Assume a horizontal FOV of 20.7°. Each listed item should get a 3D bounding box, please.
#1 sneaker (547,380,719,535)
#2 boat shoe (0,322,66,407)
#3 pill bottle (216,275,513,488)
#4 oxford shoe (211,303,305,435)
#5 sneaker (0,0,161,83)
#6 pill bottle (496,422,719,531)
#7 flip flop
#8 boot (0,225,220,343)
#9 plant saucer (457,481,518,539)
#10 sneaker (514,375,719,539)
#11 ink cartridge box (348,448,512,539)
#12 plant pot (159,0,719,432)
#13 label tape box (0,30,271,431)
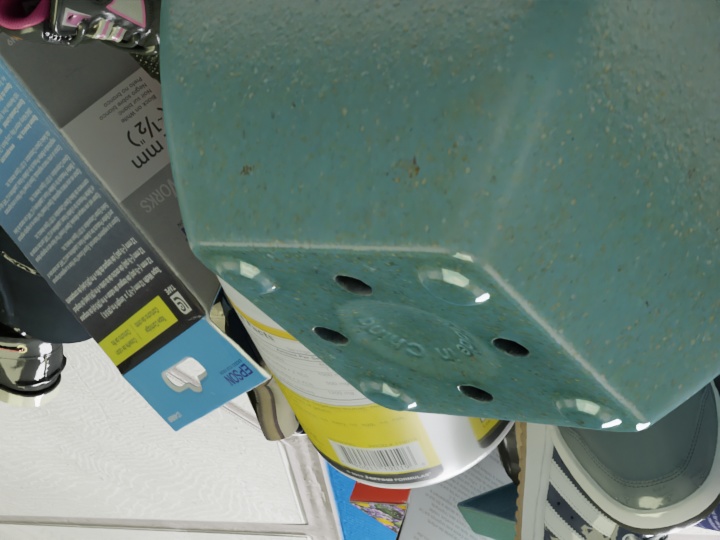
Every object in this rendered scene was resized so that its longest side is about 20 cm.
[{"bbox_3d":[0.093,-0.003,0.792,0.083,0.201,0.121,-21,138,7],"label":"sneaker"},{"bbox_3d":[-0.289,0.022,1.364,0.200,0.074,0.063,25,125,18],"label":"boat shoe"},{"bbox_3d":[0.000,0.000,0.855,0.111,0.113,0.201,10,148,26],"label":"pill bottle"},{"bbox_3d":[-0.047,0.055,1.187,0.198,0.074,0.071,16,158,12],"label":"oxford shoe"},{"bbox_3d":[-0.118,-0.123,0.807,0.080,0.087,0.200,10,156,34],"label":"sneaker"},{"bbox_3d":[0.174,0.071,0.965,0.199,0.113,0.112,9,156,31],"label":"pill bottle"},{"bbox_3d":[-0.038,0.032,1.021,0.057,0.082,0.200,-17,156,-6],"label":"flip flop"},{"bbox_3d":[-0.155,-0.008,1.134,0.199,0.077,0.168,22,157,10],"label":"boot"},{"bbox_3d":[0.140,0.115,1.058,0.070,0.019,0.199,12,-162,42],"label":"plant saucer"},{"bbox_3d":[0.131,0.098,0.886,0.108,0.202,0.070,9,-160,37],"label":"sneaker"},{"bbox_3d":[0.053,0.117,1.066,0.050,0.201,0.109,-4,148,47],"label":"ink cartridge box"},{"bbox_3d":[0.051,-0.062,0.641,0.195,0.201,0.196,1,152,40],"label":"plant pot"},{"bbox_3d":[-0.114,-0.027,0.964,0.200,0.066,0.143,50,154,-4],"label":"label tape box"}]
